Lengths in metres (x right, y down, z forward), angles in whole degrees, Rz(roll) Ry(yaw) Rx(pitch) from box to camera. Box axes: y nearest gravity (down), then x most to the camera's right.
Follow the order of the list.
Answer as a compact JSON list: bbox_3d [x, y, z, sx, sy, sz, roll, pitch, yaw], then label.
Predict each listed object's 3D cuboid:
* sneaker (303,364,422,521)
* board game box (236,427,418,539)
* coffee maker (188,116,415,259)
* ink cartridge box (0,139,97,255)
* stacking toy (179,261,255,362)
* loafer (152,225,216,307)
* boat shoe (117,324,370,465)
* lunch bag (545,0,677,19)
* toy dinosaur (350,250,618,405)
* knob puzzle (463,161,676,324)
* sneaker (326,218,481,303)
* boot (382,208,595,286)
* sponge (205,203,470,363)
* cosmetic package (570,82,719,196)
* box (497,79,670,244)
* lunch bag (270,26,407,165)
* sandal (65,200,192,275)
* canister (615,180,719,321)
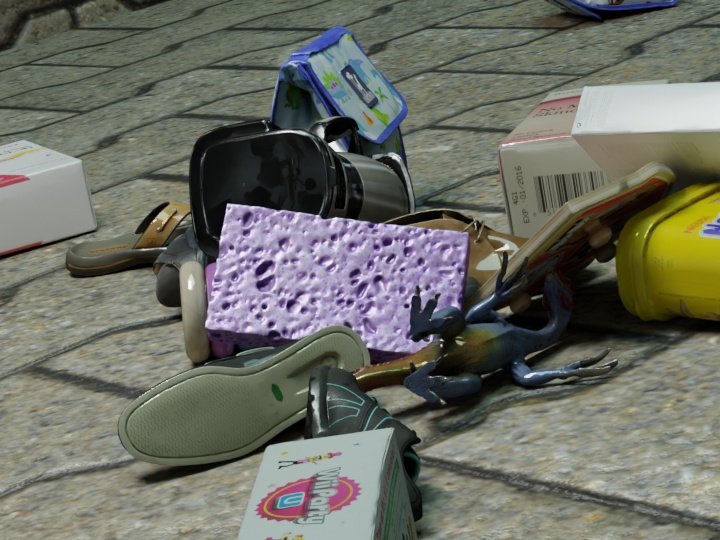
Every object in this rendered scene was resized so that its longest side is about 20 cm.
[{"bbox_3d":[-0.001,0.125,1.369,0.079,0.076,0.200,3,22,-3],"label":"sneaker"},{"bbox_3d":[0.000,0.189,0.877,0.064,0.201,0.148,-9,16,7],"label":"board game box"},{"bbox_3d":[-0.071,-0.050,1.805,0.192,0.135,0.200,-32,-19,19],"label":"coffee maker"},{"bbox_3d":[-0.402,-0.080,2.283,0.147,0.086,0.200,-18,19,-24],"label":"ink cartridge box"},{"bbox_3d":[-0.051,0.028,1.716,0.199,0.086,0.085,-4,15,-4],"label":"stacking toy"},{"bbox_3d":[-0.151,0.013,1.854,0.072,0.073,0.200,-33,13,2],"label":"loafer"},{"bbox_3d":[-0.090,0.098,1.515,0.199,0.072,0.068,-19,0,-24],"label":"boat shoe"},{"bbox_3d":[0.337,-0.430,2.937,0.199,0.125,0.170,-7,15,-16],"label":"lunch bag"},{"bbox_3d":[0.088,0.046,1.535,0.199,0.106,0.181,-15,-6,27],"label":"toy dinosaur"},{"bbox_3d":[0.186,-0.021,1.641,0.219,0.031,0.220,-33,-13,-9],"label":"knob puzzle"},{"bbox_3d":[0.000,0.000,1.657,0.199,0.091,0.066,-2,-14,-6],"label":"sneaker"},{"bbox_3d":[0.102,-0.017,1.753,0.199,0.076,0.074,-8,14,5],"label":"boot"},{"bbox_3d":[-0.016,0.013,1.599,0.199,0.112,0.030,7,-25,6],"label":"sponge"},{"bbox_3d":[0.289,-0.087,1.693,0.150,0.052,0.200,4,-23,37],"label":"cosmetic package"},{"bbox_3d":[0.218,-0.098,1.890,0.127,0.110,0.200,-5,17,21],"label":"box"},{"bbox_3d":[-0.026,-0.127,1.984,0.127,0.201,0.170,-6,16,16],"label":"lunch bag"},{"bbox_3d":[-0.207,-0.041,2.073,0.199,0.055,0.082,-10,16,4],"label":"sandal"},{"bbox_3d":[0.320,-0.009,1.563,0.199,0.087,0.148,7,24,43],"label":"canister"}]
